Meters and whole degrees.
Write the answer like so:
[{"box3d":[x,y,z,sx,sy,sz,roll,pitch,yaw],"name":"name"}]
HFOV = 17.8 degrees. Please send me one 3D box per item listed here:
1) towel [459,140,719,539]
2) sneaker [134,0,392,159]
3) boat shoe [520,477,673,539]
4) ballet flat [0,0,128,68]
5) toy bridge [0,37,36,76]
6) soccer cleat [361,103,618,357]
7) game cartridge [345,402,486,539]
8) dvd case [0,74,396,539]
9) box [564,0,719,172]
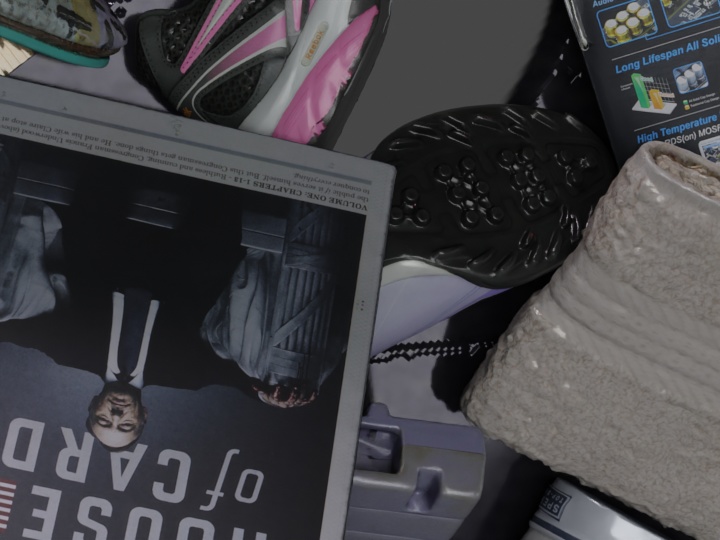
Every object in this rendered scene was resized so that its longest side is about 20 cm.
[{"box3d":[0.148,0.047,0.809,0.200,0.034,0.133,25,122,-14],"name":"towel"},{"box3d":[-0.014,-0.135,0.781,0.086,0.080,0.200,26,84,3],"name":"sneaker"},{"box3d":[0.136,0.160,0.833,0.202,0.075,0.086,31,89,-8],"name":"boat shoe"},{"box3d":[-0.162,-0.125,0.728,0.200,0.072,0.072,18,92,-8],"name":"ballet flat"},{"box3d":[-0.142,-0.061,0.789,0.067,0.027,0.200,-38,99,-4],"name":"toy bridge"},{"box3d":[0.000,0.000,0.807,0.200,0.073,0.068,-26,78,-23],"name":"soccer cleat"},{"box3d":[-0.071,0.074,0.767,0.200,0.130,0.038,8,66,-10],"name":"game cartridge"},{"box3d":[-0.073,0.034,0.698,0.150,0.025,0.200,13,53,-6],"name":"dvd case"},{"box3d":[0.177,-0.086,0.796,0.200,0.046,0.159,-17,99,15],"name":"box"}]
